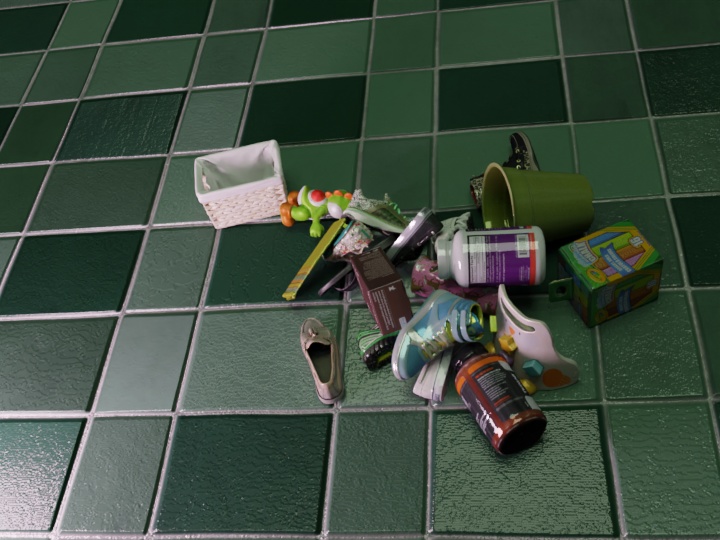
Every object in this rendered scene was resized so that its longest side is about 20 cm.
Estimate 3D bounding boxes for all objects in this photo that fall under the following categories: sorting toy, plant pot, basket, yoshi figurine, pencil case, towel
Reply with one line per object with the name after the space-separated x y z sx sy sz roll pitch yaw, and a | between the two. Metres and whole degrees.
0.295 0.114 1.562 0.107 0.180 0.200 -31 51 -14 | sorting toy
0.369 -0.129 1.761 0.189 0.200 0.200 -6 49 -10 | plant pot
-0.268 -0.195 1.971 0.199 0.124 0.136 -13 49 1 | basket
-0.071 -0.128 1.909 0.200 0.112 0.113 1 88 28 | yoshi figurine
0.198 0.029 1.717 0.200 0.086 0.083 15 99 23 | pencil case
-0.094 -0.023 1.797 0.018 0.086 0.200 37 77 -13 | towel

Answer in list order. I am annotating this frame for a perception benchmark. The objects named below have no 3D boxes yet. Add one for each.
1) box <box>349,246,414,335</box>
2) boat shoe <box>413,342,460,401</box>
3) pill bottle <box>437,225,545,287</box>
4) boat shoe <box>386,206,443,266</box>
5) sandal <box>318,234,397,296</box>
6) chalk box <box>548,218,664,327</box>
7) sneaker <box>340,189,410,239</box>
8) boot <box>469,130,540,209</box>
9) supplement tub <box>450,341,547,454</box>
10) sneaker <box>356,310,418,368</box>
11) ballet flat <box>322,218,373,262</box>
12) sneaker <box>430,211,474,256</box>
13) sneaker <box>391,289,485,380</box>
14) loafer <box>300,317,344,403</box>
0.042 0.037 1.672 0.075 0.100 0.200 -20 21 -5 | box
0.147 0.154 1.637 0.070 0.071 0.200 10 61 16 | boat shoe
0.247 -0.025 1.627 0.199 0.113 0.113 -2 51 7 | pill bottle
0.102 -0.050 1.748 0.057 0.200 0.069 40 49 4 | boat shoe
0.001 0.000 1.788 0.200 0.075 0.048 -36 86 -5 | sandal
0.458 0.014 1.647 0.200 0.125 0.124 -24 50 -6 | chalk box
0.062 -0.120 1.821 0.200 0.077 0.089 17 81 -14 | sneaker
0.314 -0.224 1.906 0.153 0.074 0.204 -13 48 5 | boot
0.239 0.221 1.534 0.107 0.107 0.200 -25 51 -9 | supplement tub
0.081 0.107 1.680 0.200 0.078 0.085 -26 50 -9 | sneaker
-0.028 -0.049 1.791 0.064 0.200 0.076 34 71 -9 | ballet flat
0.179 -0.064 1.773 0.081 0.075 0.200 -3 16 21 | sneaker
0.149 0.122 1.557 0.130 0.080 0.200 11 58 43 | sneaker
-0.076 0.163 1.676 0.072 0.063 0.200 -18 50 -2 | loafer
